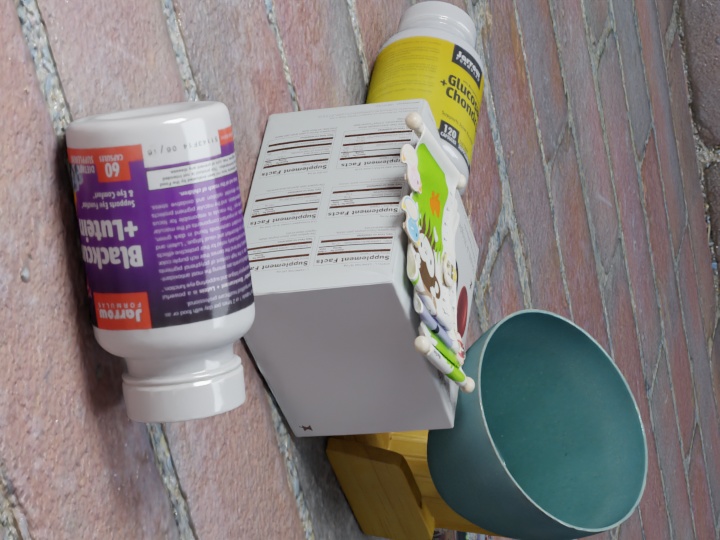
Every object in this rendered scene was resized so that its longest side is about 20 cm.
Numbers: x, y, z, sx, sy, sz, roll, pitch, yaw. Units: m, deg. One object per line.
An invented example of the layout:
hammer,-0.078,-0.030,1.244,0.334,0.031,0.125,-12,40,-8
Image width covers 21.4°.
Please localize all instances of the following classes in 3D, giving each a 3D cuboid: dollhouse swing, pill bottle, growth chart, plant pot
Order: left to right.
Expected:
pill bottle,-0.129,-0.006,1.272,0.111,0.110,0.202,-31,115,-69
pill bottle,0.062,-0.164,1.857,0.112,0.111,0.201,64,29,-47
growth chart,0.060,-0.013,1.519,0.145,0.018,0.202,34,53,-65
dollhouse swing,0.086,0.133,1.776,0.183,0.174,0.201,67,28,-43
plant pot,0.135,0.154,1.674,0.199,0.134,0.202,22,52,-32

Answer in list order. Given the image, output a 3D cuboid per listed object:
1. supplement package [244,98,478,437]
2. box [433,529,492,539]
supplement package,0.000,0.000,1.592,0.192,0.146,0.201,66,27,-45
box,0.104,0.282,2.003,0.137,0.039,0.202,0,86,-70
